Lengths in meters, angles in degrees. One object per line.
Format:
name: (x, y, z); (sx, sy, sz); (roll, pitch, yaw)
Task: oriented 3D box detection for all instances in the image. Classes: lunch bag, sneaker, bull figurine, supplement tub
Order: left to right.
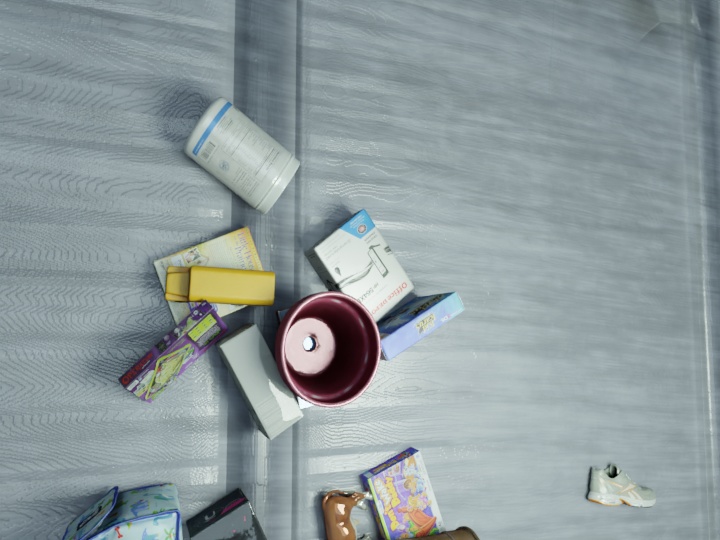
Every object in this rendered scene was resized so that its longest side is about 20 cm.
lunch bag: (-0.404, 0.446, 1.016); (0.194, 0.169, 0.132); (-6, 88, -19)
supplement tub: (-0.229, -0.222, 1.161); (0.198, 0.131, 0.134); (37, 74, -15)
bull figurine: (-0.027, 0.545, 1.214); (0.118, 0.065, 0.207); (-7, 94, -28)
sneaker: (0.650, 0.529, 1.477); (0.194, 0.075, 0.095); (10, 78, -21)

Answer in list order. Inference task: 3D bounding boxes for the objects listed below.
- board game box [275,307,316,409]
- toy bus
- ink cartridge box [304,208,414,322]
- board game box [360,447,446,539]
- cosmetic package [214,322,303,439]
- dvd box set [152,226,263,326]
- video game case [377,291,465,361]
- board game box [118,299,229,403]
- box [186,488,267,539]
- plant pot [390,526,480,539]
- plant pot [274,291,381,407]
board game box: (-0.104, 0.171, 1.237); (0.100, 0.019, 0.207); (-13, 90, -20)
toy bus: (-0.263, 0.030, 1.121); (0.194, 0.078, 0.068); (5, 84, -20)
ink cartridge box: (0.000, 0.000, 1.257); (0.145, 0.084, 0.202); (-39, 99, -20)
board game box: (0.095, 0.504, 1.274); (0.131, 0.045, 0.206); (-20, 93, -21)
cosmetic package: (-0.197, 0.208, 1.152); (0.089, 0.106, 0.204); (-32, 95, -19)
dvd box set: (-0.287, 0.017, 1.172); (0.196, 0.029, 0.150); (-23, 94, -21)
video game case: (0.090, 0.112, 1.231); (0.197, 0.180, 0.046); (-30, 96, -21)
board game box: (-0.334, 0.150, 1.091); (0.032, 0.121, 0.200); (40, 73, 22)
box: (-0.227, 0.537, 1.113); (0.120, 0.106, 0.205); (-26, 94, -21)
plant pot: (0.124, 0.605, 1.158); (0.192, 0.200, 0.208); (8, 83, -17)
plant pot: (-0.078, 0.148, 1.144); (0.194, 0.178, 0.208); (2, 84, -20)
